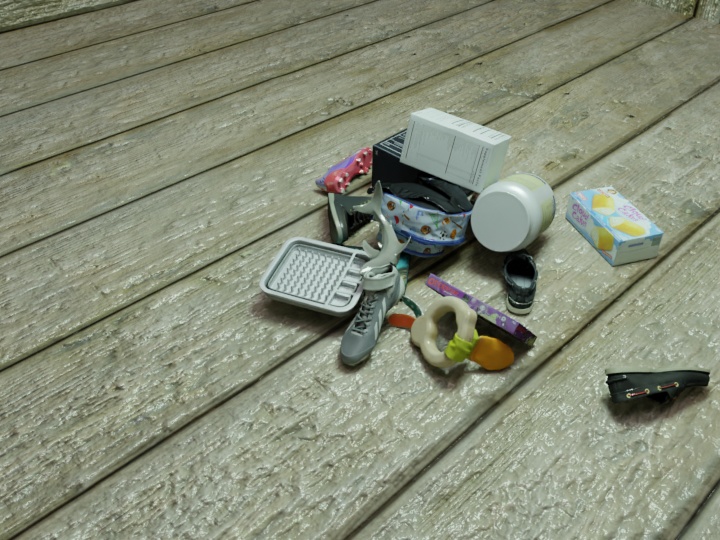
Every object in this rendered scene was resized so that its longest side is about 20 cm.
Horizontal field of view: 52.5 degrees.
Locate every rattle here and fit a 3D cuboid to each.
[{"bbox_3d":[0.163,0.110,1.336,0.141,0.132,0.199,-2,2,-32],"label":"rattle"}]

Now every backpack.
[{"bbox_3d":[0.132,-0.111,1.529,0.189,0.156,0.199,20,26,37],"label":"backpack"}]

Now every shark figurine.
[{"bbox_3d":[0.060,-0.062,1.426,0.127,0.089,0.216,27,45,-30],"label":"shark figurine"}]

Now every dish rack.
[{"bbox_3d":[-0.081,0.016,1.424,0.198,0.044,0.172,14,46,15],"label":"dish rack"}]

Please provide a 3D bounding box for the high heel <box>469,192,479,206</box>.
[{"bbox_3d":[0.341,-0.156,1.671,0.142,0.072,0.199,22,33,35],"label":"high heel"}]

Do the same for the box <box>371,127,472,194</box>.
[{"bbox_3d":[0.161,-0.249,1.751,0.199,0.124,0.197,32,47,33],"label":"box"}]

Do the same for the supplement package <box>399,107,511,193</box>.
[{"bbox_3d":[0.203,-0.260,1.567,0.198,0.115,0.109,26,29,21],"label":"supplement package"}]

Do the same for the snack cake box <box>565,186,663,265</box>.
[{"bbox_3d":[0.556,-0.102,1.612,0.114,0.068,0.201,-11,39,-14],"label":"snack cake box"}]

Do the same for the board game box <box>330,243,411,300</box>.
[{"bbox_3d":[0.000,0.000,1.501,0.197,0.028,0.136,5,37,7],"label":"board game box"}]

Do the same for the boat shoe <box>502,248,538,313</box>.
[{"bbox_3d":[0.323,0.000,1.474,0.074,0.067,0.200,8,38,12],"label":"boat shoe"}]

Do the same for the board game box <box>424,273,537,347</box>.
[{"bbox_3d":[0.222,0.074,1.347,0.199,0.033,0.120,31,4,33],"label":"board game box"}]

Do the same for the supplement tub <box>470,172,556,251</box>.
[{"bbox_3d":[0.320,-0.121,1.530,0.144,0.147,0.200,19,22,23],"label":"supplement tub"}]

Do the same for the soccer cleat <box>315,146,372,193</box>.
[{"bbox_3d":[-0.035,-0.254,1.808,0.076,0.067,0.200,14,42,24],"label":"soccer cleat"}]

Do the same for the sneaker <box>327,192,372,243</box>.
[{"bbox_3d":[-0.017,-0.123,1.611,0.105,0.076,0.201,-2,29,-5],"label":"sneaker"}]

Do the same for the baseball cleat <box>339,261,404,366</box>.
[{"bbox_3d":[0.011,0.069,1.314,0.069,0.107,0.201,11,53,31],"label":"baseball cleat"}]

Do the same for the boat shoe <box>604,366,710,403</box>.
[{"bbox_3d":[0.505,0.193,1.234,0.199,0.074,0.064,0,74,-18],"label":"boat shoe"}]
